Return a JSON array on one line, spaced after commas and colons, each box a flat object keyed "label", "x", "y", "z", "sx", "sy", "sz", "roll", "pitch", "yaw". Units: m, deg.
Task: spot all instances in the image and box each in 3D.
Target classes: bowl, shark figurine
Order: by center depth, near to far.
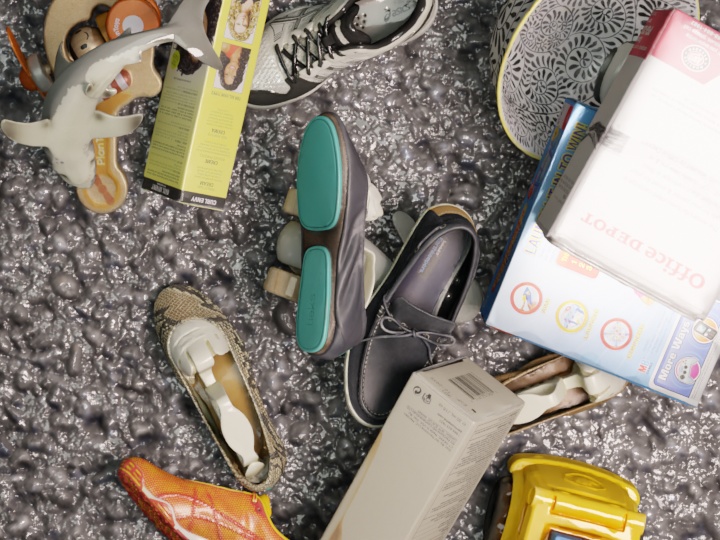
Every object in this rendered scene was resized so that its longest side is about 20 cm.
[{"label": "shark figurine", "x": -0.219, "y": -0.166, "z": 1.307, "sx": 0.214, "sy": 0.128, "sz": 0.090, "roll": -43, "pitch": 51, "yaw": 27}, {"label": "bowl", "x": 0.182, "y": -0.202, "z": 1.353, "sx": 0.199, "sy": 0.094, "sz": 0.202, "roll": -17, "pitch": 132, "yaw": -20}]

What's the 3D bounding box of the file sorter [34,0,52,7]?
[{"label": "file sorter", "x": -0.214, "y": -0.329, "z": 1.341, "sx": 0.198, "sy": 0.139, "sz": 0.126, "roll": -21, "pitch": 89, "yaw": 0}]

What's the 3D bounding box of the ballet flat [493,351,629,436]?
[{"label": "ballet flat", "x": 0.174, "y": 0.101, "z": 1.391, "sx": 0.198, "sy": 0.072, "sz": 0.068, "roll": -20, "pitch": 98, "yaw": 0}]

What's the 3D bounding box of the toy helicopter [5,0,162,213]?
[{"label": "toy helicopter", "x": -0.238, "y": -0.149, "z": 1.381, "sx": 0.131, "sy": 0.079, "sz": 0.202, "roll": -2, "pitch": 105, "yaw": -7}]

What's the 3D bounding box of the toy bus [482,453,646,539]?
[{"label": "toy bus", "x": 0.171, "y": 0.273, "z": 1.340, "sx": 0.134, "sy": 0.192, "sz": 0.202, "roll": 14, "pitch": 94, "yaw": -2}]

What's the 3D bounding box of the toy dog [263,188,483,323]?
[{"label": "toy dog", "x": 0.000, "y": 0.000, "z": 1.391, "sx": 0.200, "sy": 0.096, "sz": 0.132, "roll": 40, "pitch": 88, "yaw": -17}]

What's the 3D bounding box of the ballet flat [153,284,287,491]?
[{"label": "ballet flat", "x": -0.122, "y": 0.103, "z": 1.388, "sx": 0.067, "sy": 0.075, "sz": 0.201, "roll": -27, "pitch": 92, "yaw": 2}]

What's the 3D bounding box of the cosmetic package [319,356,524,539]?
[{"label": "cosmetic package", "x": 0.048, "y": 0.178, "z": 1.343, "sx": 0.071, "sy": 0.105, "sz": 0.201, "roll": 37, "pitch": 111, "yaw": 22}]

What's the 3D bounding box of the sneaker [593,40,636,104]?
[{"label": "sneaker", "x": 0.292, "y": -0.132, "z": 1.346, "sx": 0.198, "sy": 0.089, "sz": 0.077, "roll": 6, "pitch": 120, "yaw": -33}]

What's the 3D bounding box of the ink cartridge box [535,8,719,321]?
[{"label": "ink cartridge box", "x": 0.248, "y": -0.083, "z": 1.239, "sx": 0.145, "sy": 0.085, "sz": 0.201, "roll": 28, "pitch": 97, "yaw": -6}]

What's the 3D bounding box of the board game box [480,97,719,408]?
[{"label": "board game box", "x": 0.226, "y": -0.015, "z": 1.322, "sx": 0.194, "sy": 0.056, "sz": 0.202, "roll": 22, "pitch": 99, "yaw": -4}]

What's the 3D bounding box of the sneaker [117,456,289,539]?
[{"label": "sneaker", "x": -0.126, "y": 0.219, "z": 1.406, "sx": 0.199, "sy": 0.073, "sz": 0.077, "roll": 34, "pitch": 70, "yaw": -5}]

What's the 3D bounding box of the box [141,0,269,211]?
[{"label": "box", "x": -0.133, "y": -0.158, "z": 1.369, "sx": 0.050, "sy": 0.075, "sz": 0.202, "roll": 9, "pitch": 96, "yaw": -36}]

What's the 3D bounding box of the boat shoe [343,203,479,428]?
[{"label": "boat shoe", "x": 0.043, "y": 0.040, "z": 1.326, "sx": 0.074, "sy": 0.062, "sz": 0.201, "roll": 25, "pitch": 94, "yaw": -18}]

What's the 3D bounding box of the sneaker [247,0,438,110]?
[{"label": "sneaker", "x": -0.027, "y": -0.205, "z": 1.371, "sx": 0.199, "sy": 0.088, "sz": 0.076, "roll": -28, "pitch": 94, "yaw": 2}]

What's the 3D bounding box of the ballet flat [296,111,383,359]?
[{"label": "ballet flat", "x": -0.016, "y": -0.028, "z": 1.304, "sx": 0.072, "sy": 0.073, "sz": 0.202, "roll": 2, "pitch": 92, "yaw": 0}]
